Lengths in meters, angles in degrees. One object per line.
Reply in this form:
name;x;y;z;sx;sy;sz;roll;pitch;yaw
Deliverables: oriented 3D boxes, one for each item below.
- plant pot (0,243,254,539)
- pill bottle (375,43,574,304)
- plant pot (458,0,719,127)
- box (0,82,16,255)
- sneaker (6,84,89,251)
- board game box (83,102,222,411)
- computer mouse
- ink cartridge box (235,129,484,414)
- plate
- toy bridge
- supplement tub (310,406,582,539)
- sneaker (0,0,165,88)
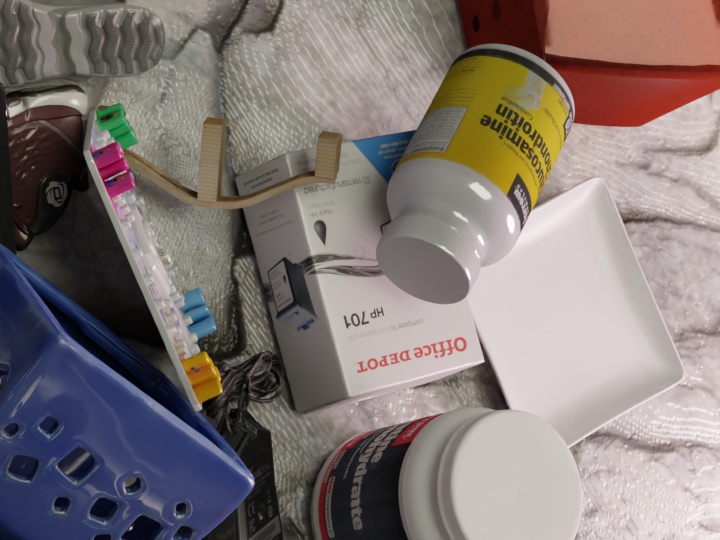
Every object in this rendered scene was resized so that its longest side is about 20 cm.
plant pot;-0.221;0.126;1.500;0.180;0.200;0.200;-50;122;-1
pill bottle;0.087;-0.075;1.722;0.112;0.112;0.201;40;56;-19
plant pot;0.192;-0.232;1.889;0.175;0.200;0.202;-9;84;-23
box;-0.338;-0.024;1.515;0.197;0.050;0.202;-14;114;-34
sneaker;-0.285;-0.065;1.602;0.199;0.076;0.117;-14;101;-25
board game box;-0.150;-0.017;1.595;0.026;0.200;0.201;-22;104;1
computer mouse;-0.098;0.165;1.663;0.138;0.052;0.202;-16;104;-72
ink cartridge box;0.000;0.000;1.764;0.146;0.086;0.202;-13;84;-36
plate;0.175;0.042;1.900;0.199;0.032;0.201;-26;95;-35
toy bridge;-0.116;-0.084;1.686;0.198;0.027;0.068;7;106;4
supplement tub;0.065;0.183;1.694;0.139;0.200;0.142;8;74;-31
sneaker;-0.253;-0.178;1.651;0.198;0.082;0.075;5;102;-23
